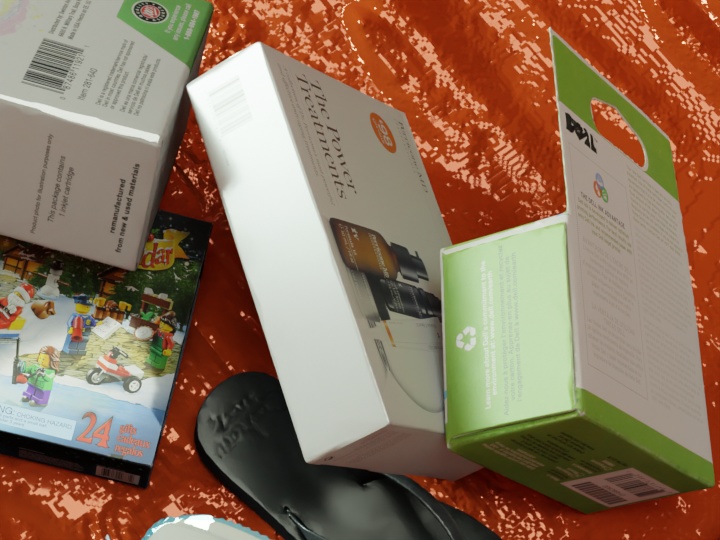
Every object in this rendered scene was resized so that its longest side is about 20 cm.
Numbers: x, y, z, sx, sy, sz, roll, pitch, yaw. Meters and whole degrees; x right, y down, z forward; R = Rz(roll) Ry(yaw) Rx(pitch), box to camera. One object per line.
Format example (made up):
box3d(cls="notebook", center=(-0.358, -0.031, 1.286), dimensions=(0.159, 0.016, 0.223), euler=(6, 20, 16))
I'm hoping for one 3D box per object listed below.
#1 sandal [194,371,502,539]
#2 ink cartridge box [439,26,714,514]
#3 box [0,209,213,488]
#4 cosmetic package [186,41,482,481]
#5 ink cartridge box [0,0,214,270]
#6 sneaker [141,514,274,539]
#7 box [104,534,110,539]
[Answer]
box3d(cls="sandal", center=(0.001, 0.125, 0.897), dimensions=(0.200, 0.043, 0.076), euler=(34, 65, 5))
box3d(cls="ink cartridge box", center=(0.107, 0.005, 0.911), dimensions=(0.075, 0.148, 0.201), euler=(-17, 62, 30))
box3d(cls="box", center=(-0.186, 0.018, 0.910), dimensions=(0.199, 0.038, 0.137), euler=(14, 65, -5))
box3d(cls="cosmetic package", center=(0.000, 0.000, 0.898), dimensions=(0.051, 0.151, 0.201), euler=(-27, 70, 21))
box3d(cls="ink cartridge box", center=(-0.187, -0.096, 0.906), dimensions=(0.199, 0.084, 0.145), euler=(16, 35, -4))
box3d(cls="sneaker", center=(-0.033, 0.194, 0.841), dimensions=(0.200, 0.077, 0.081), euler=(41, 61, 8))
box3d(cls="box", center=(-0.077, 0.221, 0.796), dimensions=(0.032, 0.121, 0.201), euler=(-14, 70, -15))
